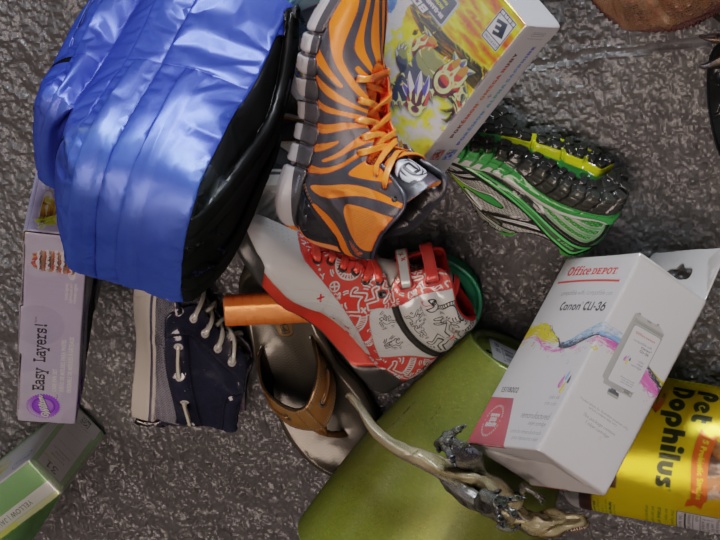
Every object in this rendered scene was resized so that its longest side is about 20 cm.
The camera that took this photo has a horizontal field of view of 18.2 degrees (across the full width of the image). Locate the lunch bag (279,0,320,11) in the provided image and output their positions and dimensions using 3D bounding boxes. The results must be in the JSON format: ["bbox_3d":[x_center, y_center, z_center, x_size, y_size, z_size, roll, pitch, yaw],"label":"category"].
[{"bbox_3d":[-0.104,-0.266,1.587,0.160,0.077,0.200,-13,99,40],"label":"lunch bag"}]

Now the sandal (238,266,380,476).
[{"bbox_3d":[-0.045,0.083,1.778,0.082,0.055,0.200,-12,109,21],"label":"sandal"}]

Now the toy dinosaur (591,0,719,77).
[{"bbox_3d":[0.220,-0.193,1.543,0.200,0.086,0.136,2,127,29],"label":"toy dinosaur"}]

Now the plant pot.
[{"bbox_3d":[0.078,0.153,1.717,0.187,0.187,0.200,28,105,3],"label":"plant pot"}]

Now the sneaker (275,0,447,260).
[{"bbox_3d":[0.014,-0.100,1.534,0.112,0.078,0.200,27,122,31],"label":"sneaker"}]

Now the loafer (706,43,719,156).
[{"bbox_3d":[0.300,-0.072,1.592,0.068,0.070,0.201,-23,89,22],"label":"loafer"}]

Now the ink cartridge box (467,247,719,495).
[{"bbox_3d":[0.170,0.055,1.604,0.067,0.116,0.200,34,76,-18],"label":"ink cartridge box"}]

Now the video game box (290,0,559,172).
[{"bbox_3d":[0.021,-0.174,1.590,0.200,0.047,0.182,52,125,24],"label":"video game box"}]

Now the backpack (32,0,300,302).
[{"bbox_3d":[-0.142,-0.083,1.539,0.168,0.200,0.163,13,144,7],"label":"backpack"}]

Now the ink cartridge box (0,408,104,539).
[{"bbox_3d":[-0.300,0.204,1.832,0.145,0.200,0.048,-37,100,28],"label":"ink cartridge box"}]

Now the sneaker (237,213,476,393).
[{"bbox_3d":[0.000,0.000,1.663,0.108,0.067,0.201,-35,123,17],"label":"sneaker"}]

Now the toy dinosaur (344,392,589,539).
[{"bbox_3d":[0.076,0.145,1.598,0.200,0.088,0.047,33,80,-6],"label":"toy dinosaur"}]

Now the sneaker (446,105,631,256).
[{"bbox_3d":[0.093,-0.069,1.651,0.200,0.078,0.085,27,129,8],"label":"sneaker"}]

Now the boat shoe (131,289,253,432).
[{"bbox_3d":[-0.129,0.040,1.782,0.093,0.075,0.200,9,125,6],"label":"boat shoe"}]

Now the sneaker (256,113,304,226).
[{"bbox_3d":[-0.085,-0.071,1.698,0.200,0.079,0.078,5,135,5],"label":"sneaker"}]

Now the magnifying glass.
[{"bbox_3d":[-0.005,0.026,1.733,0.200,0.022,0.080,-2,112,4],"label":"magnifying glass"}]

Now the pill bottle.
[{"bbox_3d":[0.258,0.140,1.680,0.200,0.109,0.109,9,117,13],"label":"pill bottle"}]

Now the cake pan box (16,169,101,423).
[{"bbox_3d":[-0.223,-0.011,1.694,0.052,0.184,0.200,8,129,-2],"label":"cake pan box"}]
